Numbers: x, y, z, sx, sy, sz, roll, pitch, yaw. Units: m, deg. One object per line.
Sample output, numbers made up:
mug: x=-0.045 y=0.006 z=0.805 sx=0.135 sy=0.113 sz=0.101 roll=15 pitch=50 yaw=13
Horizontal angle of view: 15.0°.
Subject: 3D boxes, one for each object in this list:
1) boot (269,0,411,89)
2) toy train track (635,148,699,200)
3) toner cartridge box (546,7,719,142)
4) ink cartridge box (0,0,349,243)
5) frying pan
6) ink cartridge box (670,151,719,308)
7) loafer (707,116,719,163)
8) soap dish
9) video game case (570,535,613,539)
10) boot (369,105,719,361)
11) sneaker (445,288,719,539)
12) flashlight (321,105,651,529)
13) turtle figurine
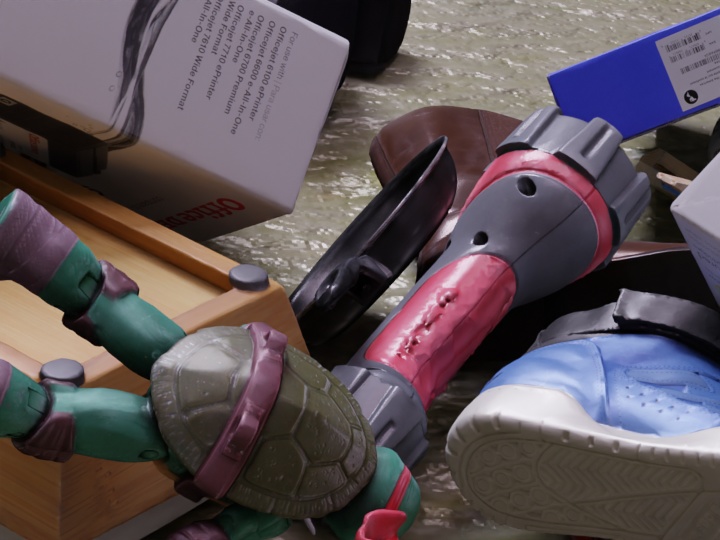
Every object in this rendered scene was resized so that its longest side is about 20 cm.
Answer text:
boot: x=-0.090 y=-0.152 z=1.413 sx=0.199 sy=0.069 sz=0.188 roll=14 pitch=17 yaw=14
toy train track: x=0.175 y=-0.033 z=1.251 sx=0.114 sy=0.033 sz=0.200 roll=31 pitch=3 yaw=-20
toner cartridge box: x=0.160 y=-0.099 z=1.323 sx=0.095 sy=0.043 sz=0.200 roll=-19 pitch=2 yaw=19
ink cartridge box: x=-0.127 y=-0.089 z=1.150 sx=0.199 sy=0.084 sz=0.145 roll=25 pitch=-16 yaw=-22
frying pan: x=0.011 y=-0.013 z=1.123 sx=0.031 sy=0.115 sz=0.190 roll=42 pitch=-12 yaw=-6
ink cartridge box: x=0.204 y=0.032 z=1.045 sx=0.068 sy=0.200 sz=0.115 roll=-47 pitch=52 yaw=-9
loafer: x=0.264 y=-0.044 z=1.318 sx=0.199 sy=0.070 sz=0.070 roll=9 pitch=22 yaw=24
soap dish: x=-0.134 y=0.026 z=1.071 sx=0.199 sy=0.082 sz=0.157 roll=26 pitch=32 yaw=30
video game case: x=0.162 y=0.123 z=1.023 sx=0.142 sy=0.018 sz=0.200 roll=0 pitch=28 yaw=-14
boot: x=0.104 y=-0.020 z=1.249 sx=0.185 sy=0.065 sz=0.200 roll=5 pitch=22 yaw=-8
sneaker: x=0.143 y=0.065 z=1.025 sx=0.199 sy=0.077 sz=0.111 roll=12 pitch=36 yaw=25
flashlight: x=0.040 y=0.017 z=1.082 sx=0.068 sy=0.068 sz=0.200 roll=20 pitch=48 yaw=27
turtle figurine: x=-0.052 y=0.059 z=0.938 sx=0.199 sy=0.101 sz=0.150 roll=30 pitch=39 yaw=-12
